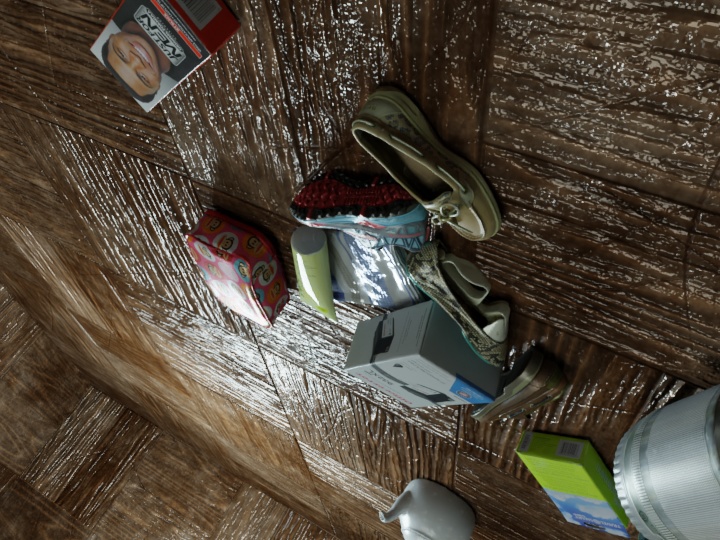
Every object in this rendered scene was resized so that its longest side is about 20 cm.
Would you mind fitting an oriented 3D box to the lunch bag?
[{"bbox_3d":[-0.215,-0.003,1.048,0.172,0.083,0.203,23,148,22],"label":"lunch bag"}]

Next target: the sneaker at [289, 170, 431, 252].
[{"bbox_3d":[-0.003,-0.058,0.758,0.195,0.080,0.097,11,145,37],"label":"sneaker"}]

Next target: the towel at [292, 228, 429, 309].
[{"bbox_3d":[0.000,0.000,0.891,0.196,0.024,0.149,7,139,40],"label":"towel"}]

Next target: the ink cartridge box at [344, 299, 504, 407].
[{"bbox_3d":[0.088,0.128,0.892,0.143,0.086,0.198,31,153,-22],"label":"ink cartridge box"}]

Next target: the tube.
[{"bbox_3d":[-0.069,0.013,0.919,0.050,0.059,0.202,-12,149,-7],"label":"tube"}]

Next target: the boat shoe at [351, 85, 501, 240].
[{"bbox_3d":[0.068,-0.096,0.646,0.199,0.063,0.073,43,148,-14],"label":"boat shoe"}]

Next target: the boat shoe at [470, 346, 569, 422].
[{"bbox_3d":[0.219,0.182,0.870,0.067,0.073,0.201,33,150,4],"label":"boat shoe"}]

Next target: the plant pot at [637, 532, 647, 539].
[{"bbox_3d":[0.482,0.420,0.830,0.196,0.204,0.198,11,151,34],"label":"plant pot"}]

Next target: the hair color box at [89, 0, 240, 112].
[{"bbox_3d":[-0.231,-0.269,0.714,0.102,0.062,0.197,48,149,-23],"label":"hair color box"}]

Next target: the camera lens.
[{"bbox_3d":[0.385,0.211,0.650,0.158,0.162,0.201,33,150,3],"label":"camera lens"}]

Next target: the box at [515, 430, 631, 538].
[{"bbox_3d":[0.346,0.340,0.985,0.120,0.048,0.201,-5,131,49],"label":"box"}]

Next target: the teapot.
[{"bbox_3d":[0.166,0.597,1.432,0.195,0.148,0.200,14,145,30],"label":"teapot"}]

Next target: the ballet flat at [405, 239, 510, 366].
[{"bbox_3d":[0.139,0.041,0.771,0.200,0.068,0.075,47,133,-14],"label":"ballet flat"}]
